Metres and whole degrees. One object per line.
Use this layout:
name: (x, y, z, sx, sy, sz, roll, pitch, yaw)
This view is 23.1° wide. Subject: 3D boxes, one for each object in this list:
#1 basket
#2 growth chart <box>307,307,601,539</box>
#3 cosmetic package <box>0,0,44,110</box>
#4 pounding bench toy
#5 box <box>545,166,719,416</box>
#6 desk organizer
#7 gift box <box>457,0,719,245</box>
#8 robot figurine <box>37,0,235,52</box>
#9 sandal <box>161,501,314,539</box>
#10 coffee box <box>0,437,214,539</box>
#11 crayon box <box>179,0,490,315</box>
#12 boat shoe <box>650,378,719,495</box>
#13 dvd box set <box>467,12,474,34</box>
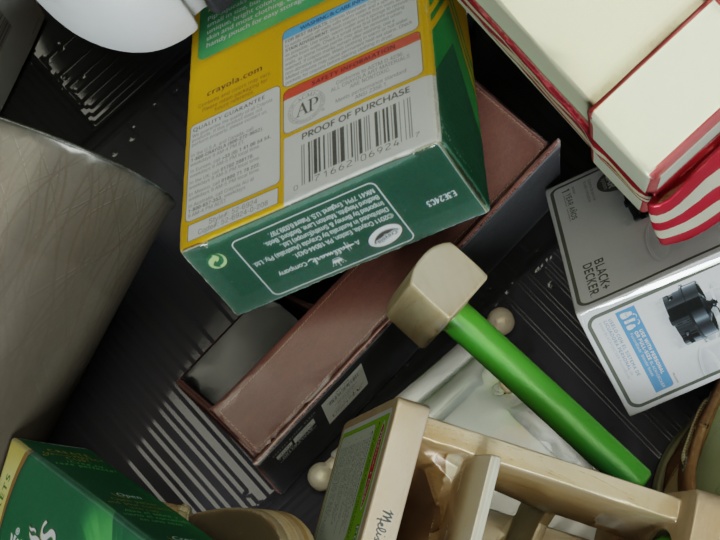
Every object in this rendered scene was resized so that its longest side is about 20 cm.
basket: (-0.196, 0.036, 0.800, 0.179, 0.136, 0.202, 14, 80, 25)
growth chart: (0.065, 0.135, 0.805, 0.144, 0.018, 0.201, -34, 74, -4)
cosmetic package: (-0.270, -0.146, 0.869, 0.199, 0.108, 0.085, 21, 78, 12)
pounding bench toy: (0.070, 0.104, 0.726, 0.155, 0.124, 0.202, 17, 77, -7)
box: (0.187, -0.028, 0.763, 0.199, 0.117, 0.060, -26, 118, 12)
desk organizer: (0.000, 0.000, 0.822, 0.077, 0.072, 0.200, 41, 82, 17)
gift box: (0.132, -0.135, 0.694, 0.184, 0.200, 0.187, -43, 82, 9)
robot figurine: (-0.075, -0.192, 0.801, 0.200, 0.150, 0.125, -42, 62, -2)
sandal: (-0.085, 0.139, 0.786, 0.211, 0.069, 0.078, -9, 74, 41)
coffee box: (-0.097, 0.156, 0.700, 0.199, 0.044, 0.124, 26, 99, 50)
crayon box: (-0.014, -0.088, 0.798, 0.125, 0.052, 0.201, -22, 44, 20)
boat shoe: (0.202, 0.041, 0.788, 0.075, 0.074, 0.201, 29, 79, 12)
dvd box set: (-0.024, -0.193, 0.898, 0.198, 0.029, 0.147, 17, 77, 10)
